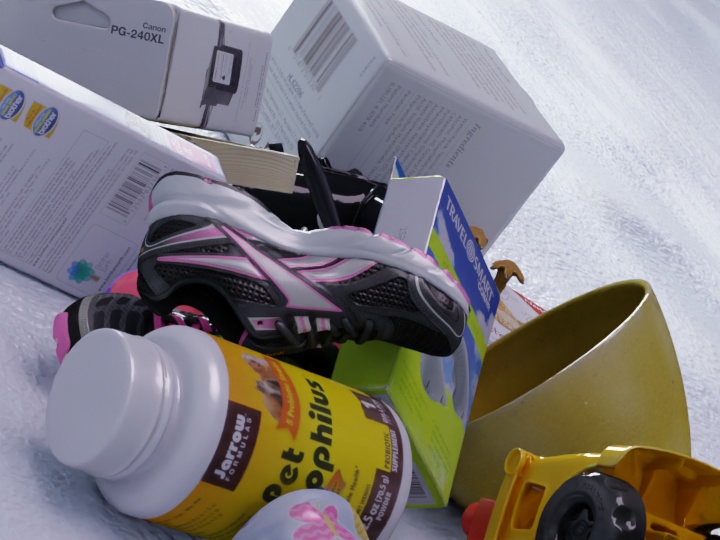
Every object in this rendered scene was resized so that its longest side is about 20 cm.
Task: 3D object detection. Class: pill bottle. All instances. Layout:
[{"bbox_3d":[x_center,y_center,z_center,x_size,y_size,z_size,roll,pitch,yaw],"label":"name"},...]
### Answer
[{"bbox_3d":[-0.074,0.097,1.320,0.200,0.109,0.109,22,23,-38],"label":"pill bottle"}]

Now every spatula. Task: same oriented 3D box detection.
[{"bbox_3d":[0.000,0.000,1.629,0.200,0.021,0.057,63,-11,1],"label":"spatula"}]

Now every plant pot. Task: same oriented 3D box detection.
[{"bbox_3d":[0.146,0.118,1.597,0.142,0.200,0.200,57,16,-8],"label":"plant pot"}]

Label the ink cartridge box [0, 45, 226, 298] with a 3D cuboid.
[{"bbox_3d":[-0.197,-0.059,1.459,0.200,0.119,0.042,26,22,-31],"label":"ink cartridge box"}]

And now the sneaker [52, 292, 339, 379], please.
[{"bbox_3d":[-0.089,0.049,1.411,0.200,0.087,0.074,21,54,-38],"label":"sneaker"}]

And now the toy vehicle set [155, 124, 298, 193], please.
[{"bbox_3d":[-0.157,-0.089,1.610,0.200,0.027,0.124,14,4,34],"label":"toy vehicle set"}]

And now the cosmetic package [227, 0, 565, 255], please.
[{"bbox_3d":[0.023,-0.115,1.936,0.200,0.166,0.167,23,23,-34],"label":"cosmetic package"}]

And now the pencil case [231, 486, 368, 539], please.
[{"bbox_3d":[-0.003,0.206,1.231,0.091,0.083,0.200,33,16,-40],"label":"pencil case"}]

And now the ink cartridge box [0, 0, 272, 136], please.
[{"bbox_3d":[-0.166,-0.152,1.682,0.145,0.084,0.200,12,4,16],"label":"ink cartridge box"}]

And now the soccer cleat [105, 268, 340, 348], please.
[{"bbox_3d":[-0.087,0.046,1.524,0.200,0.067,0.076,18,-6,-32],"label":"soccer cleat"}]

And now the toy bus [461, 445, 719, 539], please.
[{"bbox_3d":[0.120,0.203,1.387,0.136,0.200,0.192,25,-14,-35],"label":"toy bus"}]

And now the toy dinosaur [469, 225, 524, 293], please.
[{"bbox_3d":[0.070,0.021,1.656,0.060,0.106,0.200,31,29,1],"label":"toy dinosaur"}]

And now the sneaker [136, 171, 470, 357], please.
[{"bbox_3d":[-0.039,0.020,1.372,0.200,0.080,0.086,17,63,3],"label":"sneaker"}]

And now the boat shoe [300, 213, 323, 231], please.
[{"bbox_3d":[-0.046,-0.002,1.655,0.202,0.086,0.075,36,18,-2],"label":"boat shoe"}]

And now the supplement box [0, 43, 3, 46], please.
[{"bbox_3d":[-0.343,-0.163,1.516,0.200,0.074,0.126,36,18,-3],"label":"supplement box"}]

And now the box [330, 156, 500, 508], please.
[{"bbox_3d":[0.038,0.037,1.494,0.122,0.048,0.200,64,32,-42],"label":"box"}]

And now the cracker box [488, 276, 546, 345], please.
[{"bbox_3d":[0.087,0.058,1.803,0.134,0.058,0.200,32,18,-15],"label":"cracker box"}]

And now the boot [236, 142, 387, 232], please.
[{"bbox_3d":[-0.018,-0.038,1.732,0.162,0.073,0.198,16,12,-5],"label":"boot"}]
